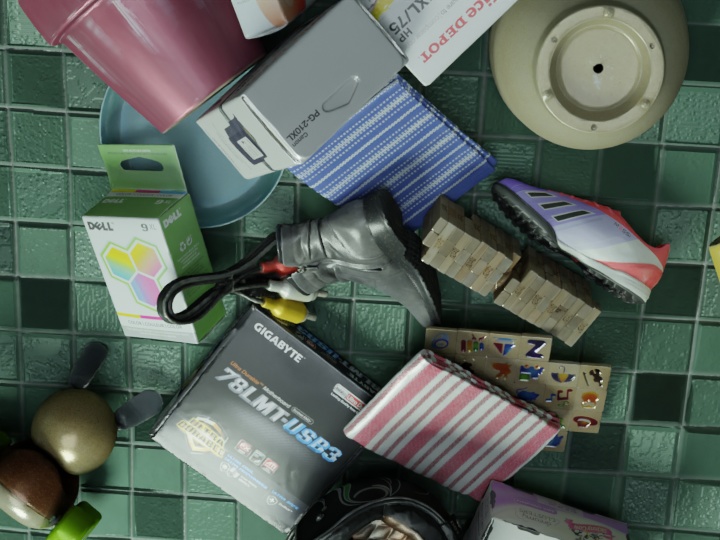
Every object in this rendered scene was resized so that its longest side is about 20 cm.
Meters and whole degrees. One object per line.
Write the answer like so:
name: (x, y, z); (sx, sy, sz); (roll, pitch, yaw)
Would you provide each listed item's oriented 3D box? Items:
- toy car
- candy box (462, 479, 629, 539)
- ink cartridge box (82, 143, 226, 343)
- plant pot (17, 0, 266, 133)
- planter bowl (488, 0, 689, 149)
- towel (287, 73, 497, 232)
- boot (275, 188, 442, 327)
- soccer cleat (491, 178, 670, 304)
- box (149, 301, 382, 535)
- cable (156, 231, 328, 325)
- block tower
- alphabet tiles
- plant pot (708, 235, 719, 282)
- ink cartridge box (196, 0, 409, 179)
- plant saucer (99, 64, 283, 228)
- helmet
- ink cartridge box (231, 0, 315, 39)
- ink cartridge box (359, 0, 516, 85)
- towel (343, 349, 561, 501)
toy car: (-0.319, 0.184, 1.491); (0.164, 0.158, 0.200); (39, 82, -1)
candy box: (0.186, 0.351, 1.509); (0.166, 0.072, 0.201); (19, 117, -5)
ink cartridge box: (-0.218, -0.027, 1.395); (0.103, 0.059, 0.202); (4, 122, 31)
plant pot: (-0.190, -0.239, 1.276); (0.199, 0.200, 0.180); (-34, 99, 14)
planter bowl: (0.224, -0.204, 1.298); (0.198, 0.135, 0.202); (1, 109, 3)
towel: (0.035, -0.107, 1.346); (0.144, 0.024, 0.200); (-38, 141, 17)
boot: (0.000, 0.000, 1.400); (0.130, 0.070, 0.201); (-18, 132, 16)
soccer cleat: (0.226, -0.046, 1.397); (0.199, 0.068, 0.074); (34, 84, -4)
box: (-0.096, 0.161, 1.494); (0.199, 0.050, 0.199); (38, 108, -10)
cable: (-0.115, 0.010, 1.392); (0.050, 0.199, 0.098); (15, 103, 43)
block tower: (0.151, 0.000, 1.401); (0.199, 0.058, 0.054); (31, 118, -13)
alphabet tiles: (0.164, 0.130, 1.454); (0.198, 0.008, 0.168); (4, 129, 2)
plant pot: (0.446, 0.027, 1.342); (0.200, 0.201, 0.190); (-31, 88, 13)
ink cartridge box: (-0.060, -0.168, 1.273); (0.145, 0.200, 0.084); (-45, 103, -13)
plant saucer: (-0.170, -0.144, 1.404); (0.198, 0.027, 0.202); (2, 109, 4)
helmet: (0.012, 0.319, 1.466); (0.198, 0.191, 0.202); (2, 80, -11)
ink cartridge box: (-0.104, -0.330, 1.264); (0.050, 0.162, 0.202); (-14, 107, 14)
ink cartridge box: (0.048, -0.305, 1.269); (0.147, 0.146, 0.200); (-42, 101, 16)
towel: (0.099, 0.167, 1.451); (0.199, 0.030, 0.146); (28, 123, -23)
